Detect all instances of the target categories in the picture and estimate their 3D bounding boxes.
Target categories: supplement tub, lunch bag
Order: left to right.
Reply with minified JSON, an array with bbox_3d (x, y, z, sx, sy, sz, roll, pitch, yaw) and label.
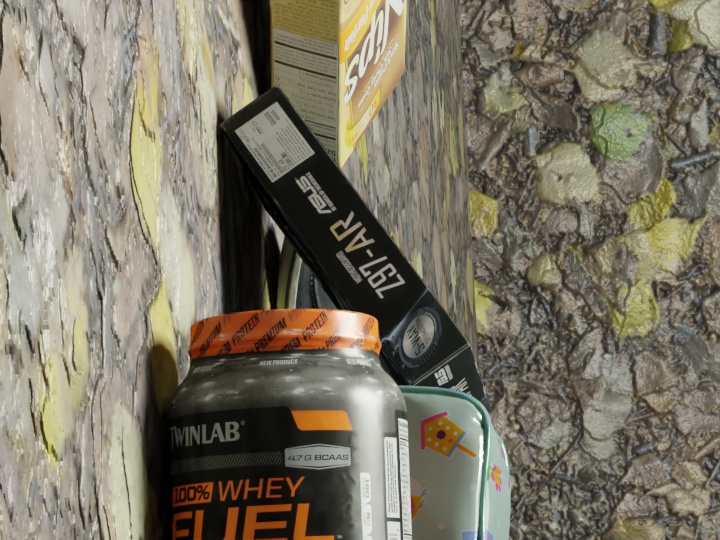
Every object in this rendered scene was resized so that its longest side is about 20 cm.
[{"bbox_3d":[-0.035,0.125,1.216,0.123,0.122,0.200,52,35,-78],"label":"supplement tub"},{"bbox_3d":[-0.003,0.158,1.341,0.077,0.160,0.200,54,38,-67],"label":"lunch bag"}]

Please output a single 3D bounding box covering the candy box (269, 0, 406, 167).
[{"bbox_3d":[-0.013,-0.181,1.581,0.200,0.055,0.115,90,23,-43],"label":"candy box"}]

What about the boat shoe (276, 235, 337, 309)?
[{"bbox_3d":[-0.019,0.047,1.639,0.075,0.062,0.200,-81,164,-53],"label":"boat shoe"}]

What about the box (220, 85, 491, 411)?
[{"bbox_3d":[0.000,0.000,1.469,0.200,0.044,0.160,54,-4,17],"label":"box"}]
